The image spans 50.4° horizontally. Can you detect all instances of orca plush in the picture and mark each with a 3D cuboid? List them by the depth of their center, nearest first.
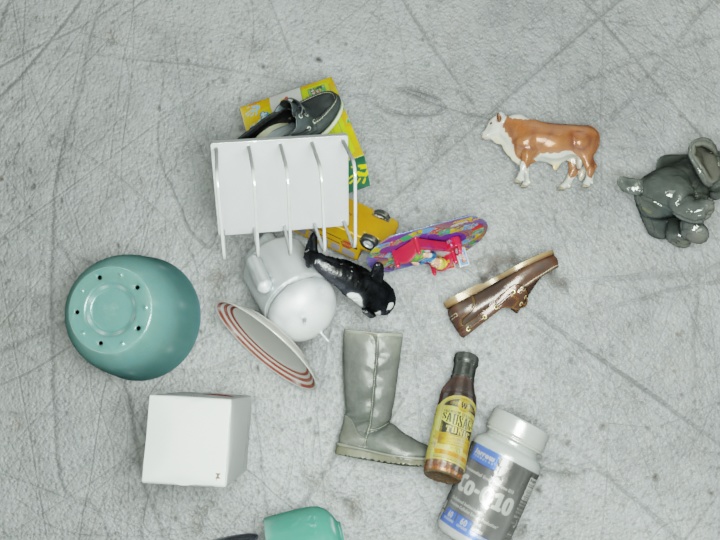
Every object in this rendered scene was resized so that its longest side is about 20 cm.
[{"bbox_3d":[0.000,0.000,1.184,0.071,0.106,0.199,-41,117,16],"label":"orca plush"}]

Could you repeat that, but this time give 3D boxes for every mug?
[{"bbox_3d":[-0.075,0.440,1.148,0.112,0.186,0.154,-12,59,-8],"label":"mug"}]

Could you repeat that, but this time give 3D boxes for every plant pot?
[{"bbox_3d":[-0.360,0.068,1.180,0.196,0.161,0.205,0,83,0],"label":"plant pot"}]

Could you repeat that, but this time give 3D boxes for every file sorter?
[{"bbox_3d":[-0.104,-0.101,1.072,0.196,0.125,0.141,-5,118,-10],"label":"file sorter"}]

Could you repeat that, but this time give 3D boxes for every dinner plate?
[{"bbox_3d":[-0.139,0.109,1.160,0.199,0.201,0.024,37,69,5],"label":"dinner plate"}]

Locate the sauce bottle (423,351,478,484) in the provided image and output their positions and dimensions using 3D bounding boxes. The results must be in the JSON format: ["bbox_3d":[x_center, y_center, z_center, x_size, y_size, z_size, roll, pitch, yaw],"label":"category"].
[{"bbox_3d":[0.145,0.223,1.184,0.065,0.066,0.203,13,62,2],"label":"sauce bottle"}]

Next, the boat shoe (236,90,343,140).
[{"bbox_3d":[-0.109,-0.223,1.150,0.198,0.067,0.074,-35,51,-15],"label":"boat shoe"}]

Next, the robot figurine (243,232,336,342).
[{"bbox_3d":[-0.109,0.029,1.184,0.113,0.169,0.201,-49,49,15],"label":"robot figurine"}]

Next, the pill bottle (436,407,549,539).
[{"bbox_3d":[0.205,0.322,1.169,0.112,0.114,0.203,26,83,3],"label":"pill bottle"}]

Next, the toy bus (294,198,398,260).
[{"bbox_3d":[-0.042,-0.079,1.235,0.197,0.079,0.066,25,55,3],"label":"toy bus"}]

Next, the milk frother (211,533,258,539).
[{"bbox_3d":[-0.226,0.505,1.103,0.177,0.200,0.192,-12,82,2],"label":"milk frother"}]

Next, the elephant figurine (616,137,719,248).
[{"bbox_3d":[0.540,-0.148,1.240,0.140,0.156,0.201,22,66,46],"label":"elephant figurine"}]

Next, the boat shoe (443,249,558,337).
[{"bbox_3d":[0.234,0.039,1.230,0.198,0.070,0.071,-29,76,5],"label":"boat shoe"}]

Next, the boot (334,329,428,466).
[{"bbox_3d":[0.047,0.201,1.216,0.178,0.073,0.204,10,76,-1],"label":"boot"}]

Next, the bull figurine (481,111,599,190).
[{"bbox_3d":[0.298,-0.199,1.265,0.196,0.065,0.124,3,86,3],"label":"bull figurine"}]

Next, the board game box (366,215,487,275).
[{"bbox_3d":[0.109,-0.023,1.191,0.196,0.158,0.040,-15,71,-3],"label":"board game box"}]

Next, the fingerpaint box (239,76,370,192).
[{"bbox_3d":[-0.091,-0.197,1.217,0.164,0.074,0.202,-19,52,-3],"label":"fingerpaint box"}]

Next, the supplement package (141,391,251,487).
[{"bbox_3d":[-0.235,0.244,1.136,0.119,0.200,0.122,3,82,0],"label":"supplement package"}]
